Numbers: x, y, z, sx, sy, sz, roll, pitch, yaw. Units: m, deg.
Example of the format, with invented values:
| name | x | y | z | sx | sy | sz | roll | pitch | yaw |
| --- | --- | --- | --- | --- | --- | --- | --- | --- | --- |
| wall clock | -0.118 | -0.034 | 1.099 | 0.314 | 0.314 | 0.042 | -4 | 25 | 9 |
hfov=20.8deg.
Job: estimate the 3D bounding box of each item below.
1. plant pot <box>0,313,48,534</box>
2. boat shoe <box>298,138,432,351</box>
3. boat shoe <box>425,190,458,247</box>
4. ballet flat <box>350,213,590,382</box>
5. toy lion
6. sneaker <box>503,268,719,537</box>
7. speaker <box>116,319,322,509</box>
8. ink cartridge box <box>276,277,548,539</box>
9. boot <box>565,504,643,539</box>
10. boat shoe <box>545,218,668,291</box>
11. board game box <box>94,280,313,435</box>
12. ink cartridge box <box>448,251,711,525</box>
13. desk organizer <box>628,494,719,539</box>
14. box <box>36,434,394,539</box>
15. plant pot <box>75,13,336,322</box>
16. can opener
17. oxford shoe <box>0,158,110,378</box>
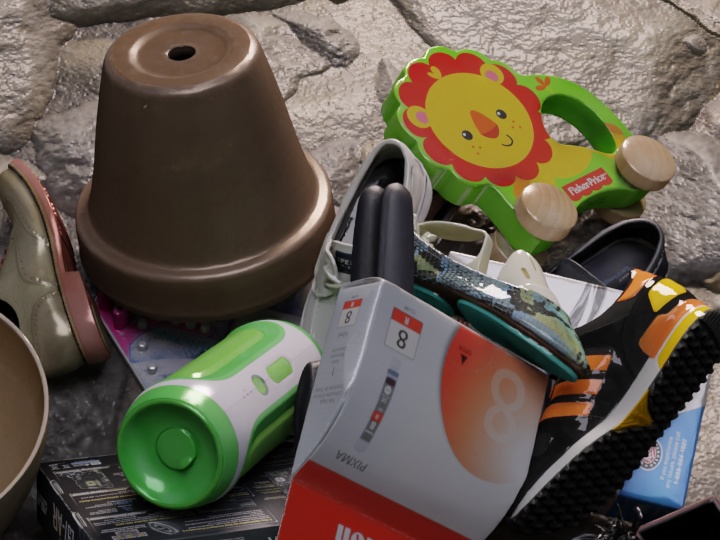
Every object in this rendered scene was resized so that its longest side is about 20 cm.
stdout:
| name | x | y | z | sx | sy | sz | roll | pitch | yaw |
| --- | --- | --- | --- | --- | --- | --- | --- | --- | --- |
| plant pot | -0.305 | 0.130 | 1.308 | 0.199 | 0.135 | 0.201 | 2 | 51 | -3 |
| boat shoe | 0.000 | 0.000 | 1.414 | 0.072 | 0.066 | 0.201 | 19 | 75 | 20 |
| boat shoe | 0.038 | -0.047 | 1.509 | 0.067 | 0.057 | 0.200 | 26 | 44 | 6 |
| ballet flat | 0.081 | 0.008 | 1.317 | 0.200 | 0.074 | 0.074 | 26 | 53 | 31 |
| toy lion | 0.120 | -0.101 | 1.528 | 0.200 | 0.069 | 0.192 | -25 | 69 | -39 |
| sneaker | 0.154 | 0.087 | 1.318 | 0.200 | 0.070 | 0.090 | -48 | 50 | -1 |
| speaker | -0.088 | 0.092 | 1.296 | 0.088 | 0.089 | 0.200 | 22 | 18 | 12 |
| ink cartridge box | 0.033 | 0.126 | 1.231 | 0.162 | 0.050 | 0.201 | 30 | 61 | -35 |
| boot | 0.112 | 0.233 | 1.183 | 0.073 | 0.162 | 0.198 | 38 | 82 | 2 |
| boat shoe | 0.160 | 0.025 | 1.481 | 0.200 | 0.062 | 0.075 | -36 | 65 | -25 |
| board game box | -0.069 | 0.051 | 1.462 | 0.199 | 0.026 | 0.200 | -23 | 58 | -21 |
| ink cartridge box | 0.140 | 0.085 | 1.388 | 0.199 | 0.086 | 0.147 | 13 | 74 | 2 |
| desk organizer | 0.166 | 0.229 | 1.310 | 0.199 | 0.077 | 0.072 | -20 | 56 | -20 |
| box | -0.098 | 0.161 | 1.287 | 0.199 | 0.044 | 0.160 | -5 | 16 | -23 |
| plant pot | -0.121 | -0.090 | 1.446 | 0.199 | 0.175 | 0.201 | -3 | 37 | 3 |
| can opener | 0.010 | 0.042 | 1.293 | 0.078 | 0.201 | 0.063 | 11 | -1 | -40 |
| oxford shoe | -0.249 | -0.003 | 1.462 | 0.074 | 0.071 | 0.200 | -23 | 50 | -5 |
